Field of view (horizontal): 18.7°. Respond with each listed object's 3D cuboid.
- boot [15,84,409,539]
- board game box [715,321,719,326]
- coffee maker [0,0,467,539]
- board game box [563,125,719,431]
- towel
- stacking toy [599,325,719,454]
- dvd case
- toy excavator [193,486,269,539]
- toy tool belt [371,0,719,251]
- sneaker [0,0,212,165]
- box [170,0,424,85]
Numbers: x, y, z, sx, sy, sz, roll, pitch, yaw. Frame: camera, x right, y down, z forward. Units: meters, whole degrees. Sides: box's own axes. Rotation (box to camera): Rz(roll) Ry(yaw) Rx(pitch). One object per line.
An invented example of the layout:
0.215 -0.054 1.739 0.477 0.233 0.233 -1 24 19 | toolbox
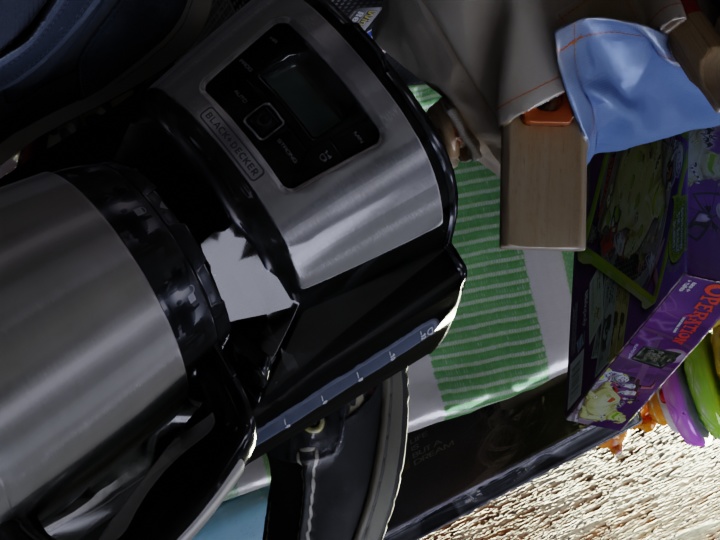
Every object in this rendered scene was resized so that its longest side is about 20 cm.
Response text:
-0.059 0.027 0.802 0.153 0.204 0.073 10 179 -21 | boot
0.157 0.025 1.286 0.200 0.034 0.134 -34 158 20 | board game box
-0.083 0.017 0.688 0.200 0.135 0.192 -32 -175 -21 | coffee maker
0.114 -0.053 0.841 0.032 0.201 0.120 11 149 -7 | board game box
-0.002 -0.002 0.869 0.199 0.153 0.023 -18 -166 -20 | towel
0.235 0.074 1.433 0.199 0.116 0.110 -19 165 20 | stacking toy
0.060 0.066 1.123 0.148 0.016 0.200 -29 -161 7 | dvd case
-0.079 0.110 1.096 0.100 0.195 0.200 -24 -173 -4 | toy excavator
0.112 -0.083 0.730 0.200 0.123 0.125 -21 159 -16 | toy tool belt
-0.151 -0.057 0.653 0.202 0.077 0.146 -37 168 6 | sneaker
0.038 -0.136 0.751 0.160 0.044 0.200 -7 152 -40 | box
